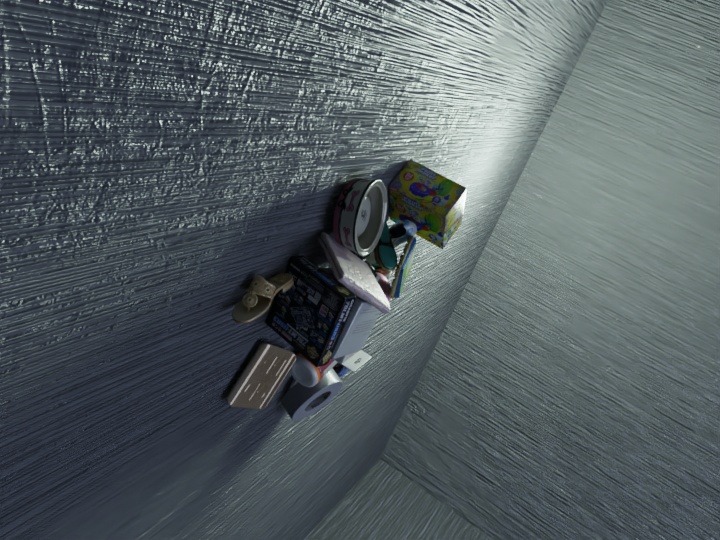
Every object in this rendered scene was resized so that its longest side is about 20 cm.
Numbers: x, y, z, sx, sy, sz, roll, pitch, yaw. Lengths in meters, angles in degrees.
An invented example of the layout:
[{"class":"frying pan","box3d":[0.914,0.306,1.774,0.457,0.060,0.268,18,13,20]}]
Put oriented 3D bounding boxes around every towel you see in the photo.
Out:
[{"class":"towel","box3d":[-0.017,0.007,1.536,0.032,0.191,0.200,-42,132,14]}]

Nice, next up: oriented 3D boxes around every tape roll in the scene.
[{"class":"tape roll","box3d":[-0.155,0.399,1.963,0.200,0.066,0.200,-33,159,-15]}]

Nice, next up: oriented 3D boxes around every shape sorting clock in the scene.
[{"class":"shape sorting clock","box3d":[0.124,-0.010,1.822,0.200,0.039,0.201,16,90,-79]}]

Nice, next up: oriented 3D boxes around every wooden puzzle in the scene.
[{"class":"wooden puzzle","box3d":[-0.270,0.281,1.630,0.186,0.046,0.200,-58,156,-5]}]

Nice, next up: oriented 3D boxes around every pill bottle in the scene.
[{"class":"pill bottle","box3d":[-0.120,0.256,1.859,0.200,0.109,0.110,-42,155,-41]}]

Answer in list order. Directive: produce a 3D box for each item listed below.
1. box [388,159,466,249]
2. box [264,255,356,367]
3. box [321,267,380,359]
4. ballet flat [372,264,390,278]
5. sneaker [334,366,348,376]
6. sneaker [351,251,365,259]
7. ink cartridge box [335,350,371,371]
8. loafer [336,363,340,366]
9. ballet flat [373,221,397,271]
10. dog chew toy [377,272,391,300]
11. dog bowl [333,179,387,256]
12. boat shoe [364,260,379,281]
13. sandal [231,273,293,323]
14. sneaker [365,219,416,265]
[{"class":"box","box3d":[0.202,-0.201,1.848,0.122,0.200,0.193,-52,159,-20]},{"class":"box","box3d":[-0.125,0.096,1.470,0.050,0.200,0.199,-7,125,-52]},{"class":"box","box3d":[-0.075,0.108,1.615,0.172,0.200,0.199,-64,161,9]},{"class":"ballet flat","box3d":[0.083,-0.007,1.978,0.200,0.070,0.066,-42,126,-69]},{"class":"sneaker","box3d":[-0.058,0.281,2.138,0.201,0.075,0.078,-65,153,-8]},{"class":"sneaker","box3d":[-0.013,-0.073,1.697,0.199,0.076,0.115,-37,149,-55]},{"class":"ink cartridge box","box3d":[-0.063,0.199,1.778,0.116,0.200,0.067,-29,145,-56]},{"class":"loafer","box3d":[-0.115,0.289,1.996,0.200,0.071,0.068,-11,151,-44]},{"class":"ballet flat","box3d":[0.066,-0.062,1.790,0.063,0.068,0.201,124,-29,-43]},{"class":"dog chew toy","box3d":[-0.004,0.076,1.857,0.199,0.125,0.125,-15,138,-30]},{"class":"dog bowl","box3d":[-0.002,-0.141,1.559,0.200,0.074,0.201,-49,147,-48]},{"class":"boat shoe","box3d":[0.000,0.000,1.765,0.072,0.061,0.201,-46,-163,-3]},{"class":"sandal","box3d":[-0.223,0.037,1.364,0.212,0.077,0.070,-43,136,-53]},{"class":"sneaker","box3d":[0.084,-0.090,1.874,0.200,0.072,0.072,-39,138,25]}]
